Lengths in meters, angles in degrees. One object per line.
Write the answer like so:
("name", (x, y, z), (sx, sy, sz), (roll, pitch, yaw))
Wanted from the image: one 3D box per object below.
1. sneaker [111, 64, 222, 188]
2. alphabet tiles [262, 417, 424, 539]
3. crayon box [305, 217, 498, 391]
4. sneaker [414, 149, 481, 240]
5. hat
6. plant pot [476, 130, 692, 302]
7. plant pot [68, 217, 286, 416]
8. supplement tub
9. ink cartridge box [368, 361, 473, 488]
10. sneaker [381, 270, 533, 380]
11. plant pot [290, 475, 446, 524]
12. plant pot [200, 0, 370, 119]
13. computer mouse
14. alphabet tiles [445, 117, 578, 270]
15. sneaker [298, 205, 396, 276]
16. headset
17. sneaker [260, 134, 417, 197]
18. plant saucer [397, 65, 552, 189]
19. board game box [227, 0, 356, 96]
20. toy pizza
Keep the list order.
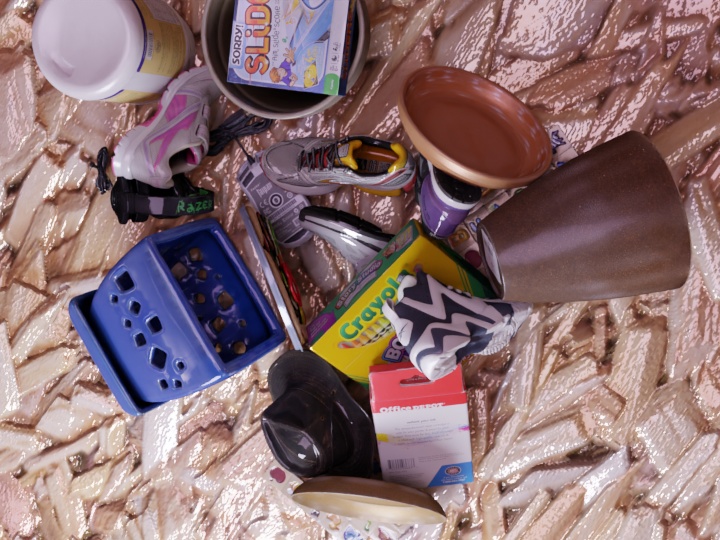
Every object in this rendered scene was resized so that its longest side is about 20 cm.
("sneaker", (-0.228, -0.178, 1.358), (0.088, 0.081, 0.200), (32, 69, 9))
("alphabet tiles", (-0.011, 0.279, 1.420), (0.200, 0.008, 0.168), (38, 104, 8))
("crayon box", (0.062, 0.062, 1.307), (0.172, 0.058, 0.200), (36, 107, -26))
("sneaker", (0.089, -0.122, 1.274), (0.075, 0.201, 0.088), (15, 133, -15))
("hat", (-0.075, 0.207, 1.346), (0.200, 0.081, 0.202), (24, 126, 38))
("plant pot", (0.239, -0.041, 1.193), (0.199, 0.187, 0.188), (-17, 92, -4))
("plant pot", (-0.245, 0.067, 1.364), (0.179, 0.200, 0.201), (-31, 89, 22))
("supplement tub", (-0.304, -0.285, 1.334), (0.144, 0.200, 0.146), (2, 97, 14))
("ink cartridge box", (0.074, 0.176, 1.297), (0.115, 0.067, 0.201), (-6, 126, 2))
("sneaker", (0.106, 0.041, 1.231), (0.130, 0.199, 0.080), (47, 139, 23))
("plant pot", (0.011, 0.289, 1.324), (0.199, 0.200, 0.028), (2, 69, 15))
("plant pot", (-0.071, -0.283, 1.285), (0.199, 0.173, 0.201), (2, 97, 14))
("computer mouse", (-0.125, -0.117, 1.388), (0.109, 0.044, 0.201), (-33, 82, 10))
("alphabet tiles", (0.191, -0.086, 1.324), (0.199, 0.006, 0.167), (-34, 87, 16))
("sneaker", (0.000, 0.000, 1.337), (0.200, 0.076, 0.116), (23, 103, -3))
("headset", (-0.282, -0.112, 1.393), (0.199, 0.123, 0.095), (10, 103, 37))
("sneaker", (-0.028, -0.142, 1.322), (0.199, 0.082, 0.078), (0, 73, 7))
("plant saucer", (0.132, -0.165, 1.245), (0.200, 0.200, 0.038), (38, 132, 8))
("board game box", (-0.072, -0.303, 1.175), (0.135, 0.034, 0.201), (9, 99, 14))
("toy pizza", (-0.103, 0.006, 1.322), (0.032, 0.200, 0.201), (-22, 90, -4))
